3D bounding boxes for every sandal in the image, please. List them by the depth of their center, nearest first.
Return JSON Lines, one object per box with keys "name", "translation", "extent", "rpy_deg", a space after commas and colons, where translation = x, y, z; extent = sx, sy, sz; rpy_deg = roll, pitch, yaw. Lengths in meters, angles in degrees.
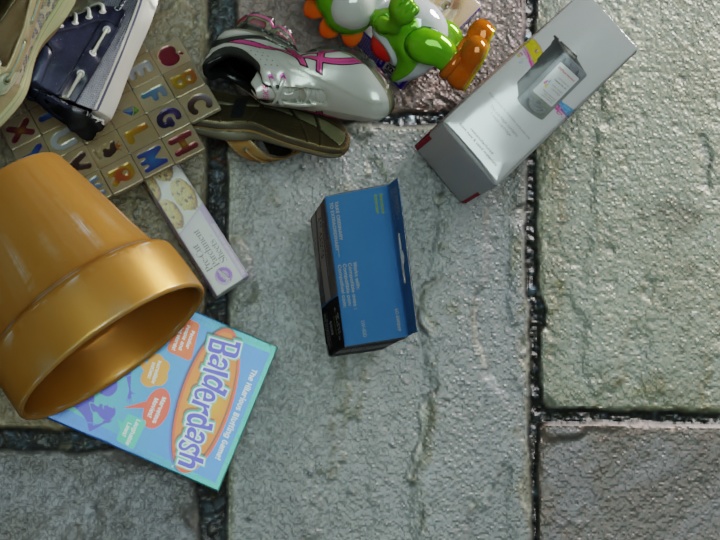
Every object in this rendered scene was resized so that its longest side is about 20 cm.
{"name": "sandal", "translation": [-0.106, -0.136, 1.701], "extent": [0.198, 0.081, 0.054], "rpy_deg": [8, 125, 7]}

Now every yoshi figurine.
{"name": "yoshi figurine", "translation": [0.037, -0.264, 1.658], "extent": [0.199, 0.113, 0.113], "rpy_deg": [27, 67, -2]}

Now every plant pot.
{"name": "plant pot", "translation": [-0.273, 0.002, 1.556], "extent": [0.199, 0.200, 0.184], "rpy_deg": [-34, 79, -10]}

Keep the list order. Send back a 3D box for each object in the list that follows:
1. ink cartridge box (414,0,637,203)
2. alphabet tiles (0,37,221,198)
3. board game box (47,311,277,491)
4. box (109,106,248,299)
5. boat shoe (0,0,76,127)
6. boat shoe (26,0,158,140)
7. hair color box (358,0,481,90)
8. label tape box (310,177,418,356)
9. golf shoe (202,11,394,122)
{"name": "ink cartridge box", "translation": [0.161, -0.168, 1.700], "extent": [0.200, 0.148, 0.086], "rpy_deg": [-44, 92, -12]}
{"name": "alphabet tiles", "translation": [-0.245, -0.149, 1.675], "extent": [0.199, 0.006, 0.167], "rpy_deg": [-27, 62, -9]}
{"name": "board game box", "translation": [-0.200, 0.106, 1.668], "extent": [0.198, 0.045, 0.153], "rpy_deg": [23, 80, -5]}
{"name": "box", "translation": [-0.179, -0.067, 1.694], "extent": [0.041, 0.039, 0.201], "rpy_deg": [-31, 88, -10]}
{"name": "boat shoe", "translation": [-0.333, -0.209, 1.581], "extent": [0.073, 0.063, 0.201], "rpy_deg": [19, 75, 27]}
{"name": "boat shoe", "translation": [-0.261, -0.232, 1.656], "extent": [0.092, 0.074, 0.202], "rpy_deg": [28, 61, -25]}
{"name": "hair color box", "translation": [0.013, -0.295, 1.737], "extent": [0.200, 0.065, 0.109], "rpy_deg": [45, 80, -2]}
{"name": "label tape box", "translation": [0.000, 0.000, 1.630], "extent": [0.063, 0.200, 0.146], "rpy_deg": [-7, 84, -8]}
{"name": "golf shoe", "translation": [-0.061, -0.180, 1.670], "extent": [0.199, 0.073, 0.092], "rpy_deg": [23, 48, 25]}
